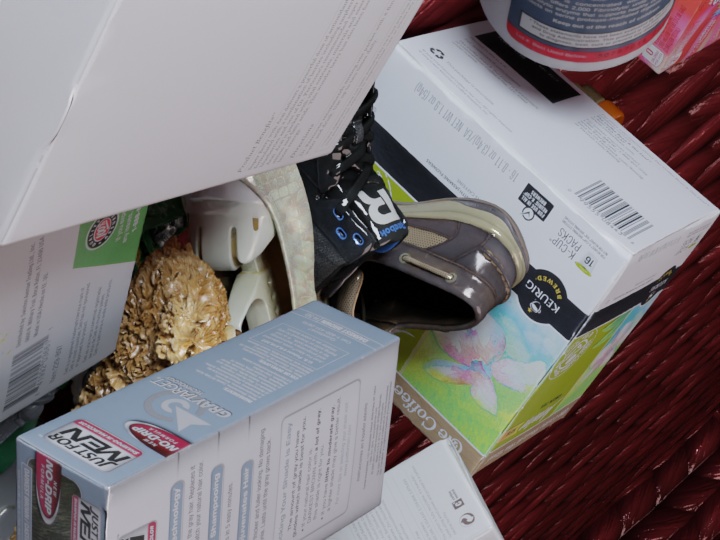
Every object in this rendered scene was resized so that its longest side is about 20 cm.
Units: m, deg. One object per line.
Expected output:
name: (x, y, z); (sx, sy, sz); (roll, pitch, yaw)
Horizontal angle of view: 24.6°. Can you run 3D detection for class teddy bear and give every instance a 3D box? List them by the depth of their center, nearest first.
teddy bear: (-0.115, 0.085, 0.842); (0.201, 0.066, 0.145); (-62, 179, 1)

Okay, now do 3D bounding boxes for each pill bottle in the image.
pill bottle: (0.130, -0.211, 0.890); (0.119, 0.120, 0.200); (-40, 161, -20)

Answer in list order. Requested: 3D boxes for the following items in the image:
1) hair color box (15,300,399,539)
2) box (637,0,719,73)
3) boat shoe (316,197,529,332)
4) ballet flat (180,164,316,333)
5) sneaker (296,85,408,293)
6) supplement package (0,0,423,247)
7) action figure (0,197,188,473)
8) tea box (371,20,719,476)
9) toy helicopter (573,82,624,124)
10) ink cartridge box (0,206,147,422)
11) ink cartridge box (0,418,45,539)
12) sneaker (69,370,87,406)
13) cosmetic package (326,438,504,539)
hair color box: (-0.067, 0.095, 0.772); (0.199, 0.060, 0.100); (-25, 128, -48)
box: (0.232, -0.244, 1.087); (0.102, 0.095, 0.201); (-29, 155, -42)
boat shoe: (0.000, 0.000, 0.968); (0.073, 0.199, 0.075); (-56, 130, -40)
ballet flat: (-0.056, -0.001, 0.867); (0.062, 0.067, 0.201); (-56, 139, -50)
sneaker: (-0.005, -0.072, 0.892); (0.073, 0.112, 0.201); (-27, 154, -49)
supplement package: (-0.081, -0.110, 0.631); (0.199, 0.120, 0.122); (-21, 150, -53)
action figure: (-0.161, 0.036, 0.874); (0.200, 0.055, 0.118); (-51, 159, 1)
tea box: (0.079, -0.018, 1.050); (0.133, 0.200, 0.198); (-22, 150, -52)
toy helicopter: (0.136, -0.084, 1.246); (0.132, 0.079, 0.200); (-49, 166, 9)
ink cartridge box: (-0.193, 0.012, 0.690); (0.200, 0.087, 0.146); (-35, 159, -38)
ink cartridge box: (-0.192, 0.209, 0.982); (0.145, 0.083, 0.201); (-39, 132, -23)
sneaker: (-0.106, 0.120, 0.984); (0.077, 0.084, 0.201); (-48, 133, -28)
cosmetic package: (-0.003, 0.205, 0.997); (0.199, 0.081, 0.113); (-28, 133, -1)
